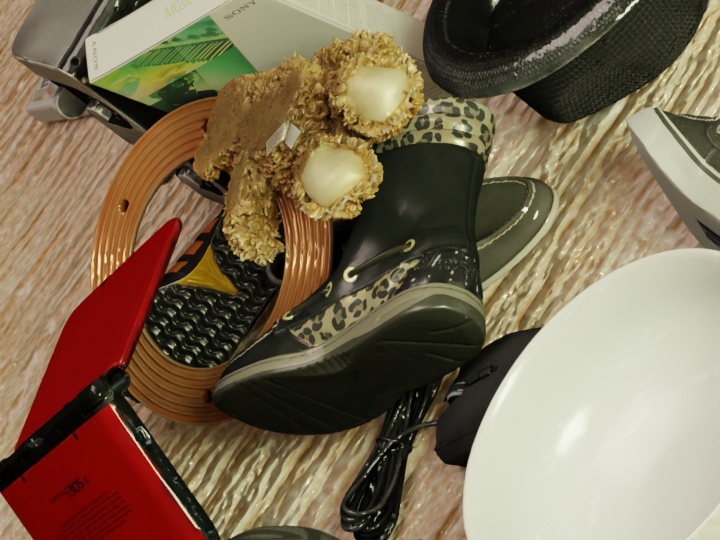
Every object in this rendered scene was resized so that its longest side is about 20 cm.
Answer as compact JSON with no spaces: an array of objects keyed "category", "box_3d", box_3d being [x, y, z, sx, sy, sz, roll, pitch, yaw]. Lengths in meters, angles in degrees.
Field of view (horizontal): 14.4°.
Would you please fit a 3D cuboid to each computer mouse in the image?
[{"category":"computer mouse","box_3d":[0.060,0.091,1.531,0.200,0.046,0.141,-7,52,50]}]

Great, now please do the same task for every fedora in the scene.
[{"category":"fedora","box_3d":[0.135,-0.155,1.629,0.200,0.092,0.201,-30,34,23]}]

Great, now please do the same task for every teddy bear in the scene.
[{"category":"teddy bear","box_3d":[-0.023,-0.072,1.594,0.200,0.067,0.146,-21,50,57]}]

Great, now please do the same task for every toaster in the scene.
[{"category":"toaster","box_3d":[-0.108,-0.163,1.874,0.119,0.181,0.200,12,69,57]}]

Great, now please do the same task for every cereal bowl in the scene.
[{"category":"cereal bowl","box_3d":[0.149,0.092,1.379,0.200,0.083,0.201,-33,37,29]}]

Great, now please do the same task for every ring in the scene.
[{"category":"ring","box_3d":[-0.089,-0.006,1.725,0.200,0.019,0.201,-6,81,39]}]

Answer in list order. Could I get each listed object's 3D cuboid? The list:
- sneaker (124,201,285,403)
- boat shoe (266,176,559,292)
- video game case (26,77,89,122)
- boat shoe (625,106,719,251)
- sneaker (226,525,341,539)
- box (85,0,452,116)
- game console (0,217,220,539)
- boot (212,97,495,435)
[{"category":"sneaker","box_3d":[-0.083,0.004,1.805,0.200,0.070,0.090,-49,0,24]},{"category":"boat shoe","box_3d":[0.026,-0.013,1.668,0.200,0.057,0.067,-24,42,39]},{"category":"video game case","box_3d":[-0.155,-0.200,2.123,0.200,0.023,0.183,-6,54,51]},{"category":"boat shoe","box_3d":[0.200,-0.042,1.467,0.064,0.071,0.200,-35,31,-2]},{"category":"sneaker","box_3d":[-0.030,0.177,1.529,0.077,0.084,0.200,-56,31,-6]},{"category":"box","box_3d":[-0.048,-0.128,1.745,0.144,0.200,0.036,-26,58,37]},{"category":"game console","box_3d":[-0.132,0.093,1.681,0.119,0.173,0.200,-35,-1,-30]},{"category":"boot","box_3d":[0.002,0.000,1.612,0.203,0.073,0.154,-26,45,43]}]
